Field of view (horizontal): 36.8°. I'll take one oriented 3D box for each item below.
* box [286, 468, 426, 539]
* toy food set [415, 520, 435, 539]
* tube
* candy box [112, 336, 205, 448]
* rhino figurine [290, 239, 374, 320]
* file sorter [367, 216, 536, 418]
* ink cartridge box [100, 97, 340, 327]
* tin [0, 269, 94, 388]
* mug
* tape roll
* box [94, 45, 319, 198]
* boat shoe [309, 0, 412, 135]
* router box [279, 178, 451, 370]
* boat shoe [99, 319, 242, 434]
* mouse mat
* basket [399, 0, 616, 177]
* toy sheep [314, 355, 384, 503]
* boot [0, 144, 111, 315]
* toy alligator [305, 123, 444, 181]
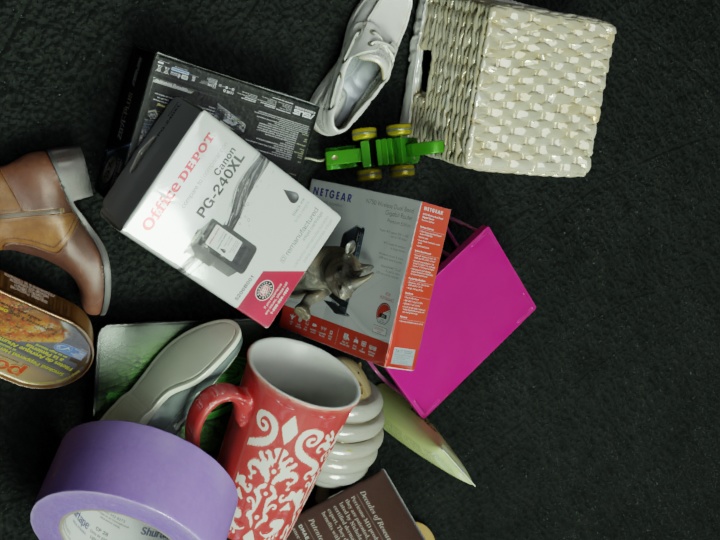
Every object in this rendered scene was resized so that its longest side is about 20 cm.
[{"bbox_3d":[-0.024,0.382,1.318,0.198,0.165,0.167,-24,155,-21],"label":"box"},{"bbox_3d":[0.031,0.451,1.470,0.196,0.049,0.203,-23,115,-21],"label":"toy food set"},{"bbox_3d":[0.071,0.200,1.332,0.057,0.200,0.053,1,106,-27],"label":"tube"},{"bbox_3d":[-0.239,0.170,1.238,0.115,0.056,0.204,6,99,-30],"label":"candy box"},{"bbox_3d":[-0.056,0.007,1.195,0.060,0.198,0.088,54,54,-26],"label":"rhino figurine"},{"bbox_3d":[0.086,0.047,1.341,0.200,0.125,0.140,-42,121,-11],"label":"file sorter"},{"bbox_3d":[-0.142,-0.058,1.109,0.199,0.083,0.146,36,88,-33],"label":"ink cartridge box"},{"bbox_3d":[-0.370,0.057,1.117,0.198,0.042,0.112,30,117,-32],"label":"tin"},{"bbox_3d":[-0.114,0.189,1.204,0.175,0.134,0.203,18,112,-11],"label":"mug"},{"bbox_3d":[-0.231,0.248,1.116,0.200,0.198,0.086,45,40,-30],"label":"tape roll"},{"bbox_3d":[-0.165,-0.133,1.173,0.197,0.086,0.167,12,99,-31],"label":"box"},{"bbox_3d":[0.012,-0.243,1.249,0.070,0.069,0.202,27,90,-30],"label":"boat shoe"},{"bbox_3d":[0.000,0.000,1.226,0.048,0.198,0.183,11,93,-41],"label":"router box"},{"bbox_3d":[-0.201,0.135,1.176,0.200,0.073,0.062,-44,135,-10],"label":"boat shoe"},{"bbox_3d":[-0.203,0.135,1.212,0.197,0.007,0.164,-2,104,-31],"label":"mouse mat"},{"bbox_3d":[0.171,-0.222,1.292,0.197,0.160,0.202,2,104,-27],"label":"basket"},{"bbox_3d":[-0.036,0.196,1.319,0.136,0.138,0.203,-2,120,-28],"label":"toy sheep"},{"bbox_3d":[-0.365,-0.019,1.110,0.197,0.068,0.191,-17,119,-19],"label":"boot"},{"bbox_3d":[0.002,-0.134,1.268,0.196,0.054,0.060,-6,92,9],"label":"toy alligator"}]
